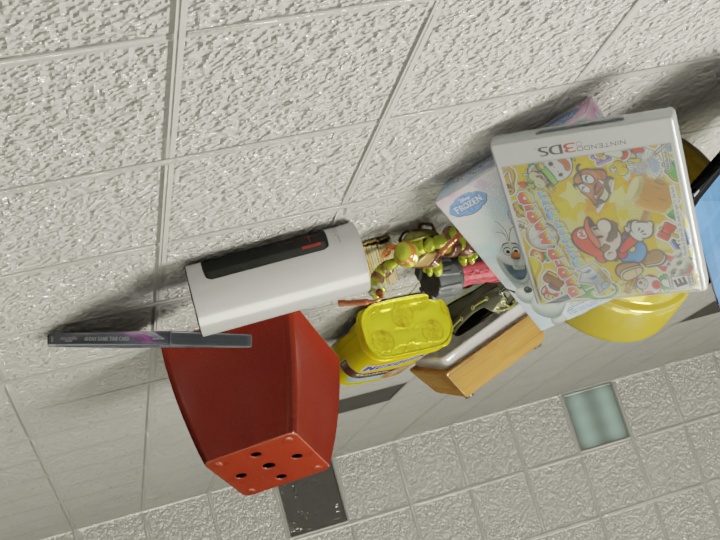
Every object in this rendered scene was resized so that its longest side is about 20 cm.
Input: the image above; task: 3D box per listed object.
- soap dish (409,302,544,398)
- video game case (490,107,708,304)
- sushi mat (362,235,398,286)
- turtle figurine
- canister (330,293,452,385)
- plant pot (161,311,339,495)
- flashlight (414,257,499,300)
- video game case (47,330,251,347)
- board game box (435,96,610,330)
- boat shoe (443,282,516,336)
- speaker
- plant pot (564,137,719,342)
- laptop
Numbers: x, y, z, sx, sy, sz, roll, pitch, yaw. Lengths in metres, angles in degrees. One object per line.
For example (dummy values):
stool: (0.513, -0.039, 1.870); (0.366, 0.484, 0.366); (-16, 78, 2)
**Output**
soap dish: (0.192, 0.126, 1.742); (0.198, 0.082, 0.157); (-32, -173, -18)
video game case: (0.240, -0.057, 1.073); (0.179, 0.202, 0.023); (-6, -146, 26)
sushi mat: (0.000, 0.000, 1.379); (0.094, 0.012, 0.200); (-17, 165, 1)
turtle figurine: (0.069, -0.018, 1.296); (0.199, 0.065, 0.161); (-34, 167, 23)
canister: (0.041, 0.113, 1.678); (0.146, 0.088, 0.200); (-11, 165, -22)
plant pot: (-0.137, 0.188, 1.467); (0.197, 0.178, 0.200); (-19, 145, 11)
flashlight: (0.177, 0.006, 1.489); (0.197, 0.069, 0.068); (-8, 164, -32)
video game case: (-0.247, 0.082, 1.261); (0.197, 0.019, 0.142); (-2, 175, 33)
board game box: (0.215, -0.052, 1.132); (0.199, 0.199, 0.044); (-28, -157, 37)
boat shoe: (0.206, 0.040, 1.650); (0.071, 0.061, 0.201); (-1, 158, -46)
speaker: (-0.090, 0.009, 1.186); (0.197, 0.082, 0.081); (-15, 165, -8)
plant pot: (0.313, -0.051, 1.238); (0.198, 0.203, 0.190); (-10, 149, -25)
laptop: (0.430, -0.097, 1.126); (0.187, 0.116, 0.201); (-41, 171, -41)
